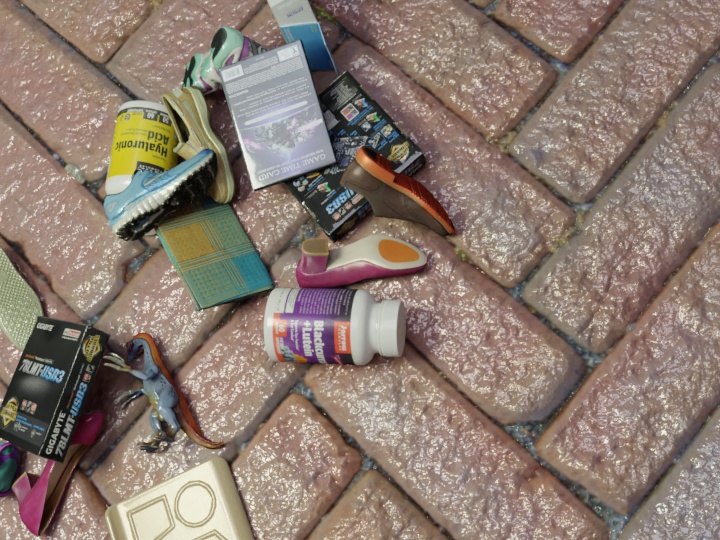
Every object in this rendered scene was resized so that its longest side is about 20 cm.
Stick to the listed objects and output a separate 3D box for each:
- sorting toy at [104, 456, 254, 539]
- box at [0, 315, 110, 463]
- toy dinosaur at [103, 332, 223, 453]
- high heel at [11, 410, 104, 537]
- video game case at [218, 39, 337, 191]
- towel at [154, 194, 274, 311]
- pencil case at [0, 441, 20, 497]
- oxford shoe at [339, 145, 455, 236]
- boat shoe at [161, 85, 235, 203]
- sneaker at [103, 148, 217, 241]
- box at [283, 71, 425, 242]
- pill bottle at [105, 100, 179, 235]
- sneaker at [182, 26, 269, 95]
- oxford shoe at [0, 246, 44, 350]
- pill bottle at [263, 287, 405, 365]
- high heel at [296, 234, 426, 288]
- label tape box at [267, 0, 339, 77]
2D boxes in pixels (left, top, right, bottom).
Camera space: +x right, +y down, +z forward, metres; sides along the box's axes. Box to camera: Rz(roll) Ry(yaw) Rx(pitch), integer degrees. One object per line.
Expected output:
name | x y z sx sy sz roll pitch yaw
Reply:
sorting toy | -0.261 0.400 1.387 0.198 0.037 0.187 -24 70 -1
box | -0.478 0.176 1.440 0.199 0.049 0.201 5 73 49
toy dinosaur | -0.315 0.187 1.460 0.198 0.105 0.184 15 56 -24
high heel | -0.449 0.308 1.429 0.200 0.067 0.096 -42 60 2
video game case | -0.130 -0.243 1.469 0.141 0.019 0.203 -17 88 8
towel | -0.236 -0.032 1.479 0.145 0.022 0.201 -15 62 -36
pencil case | -0.634 0.293 1.464 0.197 0.093 0.086 9 58 13
oxford shoe | 0.058 -0.106 1.429 0.199 0.071 0.073 36 110 -16
boat shoe | -0.268 -0.198 1.515 0.076 0.071 0.202 -18 81 -38
sneaker | -0.310 -0.136 1.442 0.199 0.079 0.090 -35 71 -16
box | -0.031 -0.183 1.500 0.200 0.050 0.199 -41 72 -1
pill bottle | -0.357 -0.166 1.539 0.110 0.111 0.203 1 74 12
sneaker | -0.209 -0.323 1.570 0.139 0.199 0.079 15 70 -30
oxford shoe | -0.582 0.044 1.553 0.075 0.058 0.201 -27 81 -30
pill bottle | -0.035 0.083 1.393 0.197 0.112 0.113 1 73 12
high heel | 0.000 0.000 1.450 0.197 0.097 0.068 -1 50 -10
label tape box | -0.101 -0.402 1.540 0.065 0.143 0.202 -23 70 3
